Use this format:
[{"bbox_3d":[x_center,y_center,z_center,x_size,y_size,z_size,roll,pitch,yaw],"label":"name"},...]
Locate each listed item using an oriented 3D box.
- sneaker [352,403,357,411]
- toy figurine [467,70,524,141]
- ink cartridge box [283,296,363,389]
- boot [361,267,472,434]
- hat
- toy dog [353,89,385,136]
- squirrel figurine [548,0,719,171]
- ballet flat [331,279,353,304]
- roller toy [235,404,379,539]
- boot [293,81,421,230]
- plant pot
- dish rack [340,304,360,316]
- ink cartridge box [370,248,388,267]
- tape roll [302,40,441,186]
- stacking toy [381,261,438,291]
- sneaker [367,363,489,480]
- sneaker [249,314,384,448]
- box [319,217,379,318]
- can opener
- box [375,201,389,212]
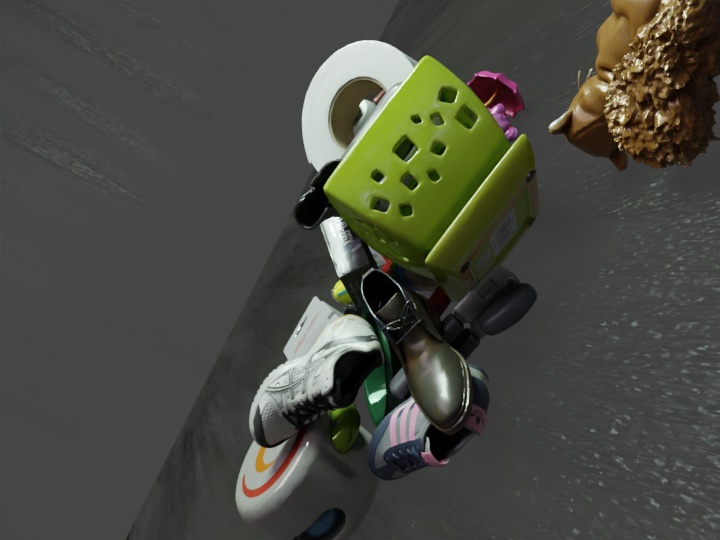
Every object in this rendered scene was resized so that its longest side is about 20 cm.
[{"bbox_3d":[-0.079,0.220,1.055,0.072,0.111,0.199,-63,15,-10],"label":"sneaker"},{"bbox_3d":[0.169,-0.218,0.999,0.181,0.150,0.204,-26,66,13],"label":"toy figurine"},{"bbox_3d":[-0.050,0.127,1.022,0.117,0.066,0.200,-59,22,2],"label":"ink cartridge box"},{"bbox_3d":[0.050,0.078,0.679,0.075,0.096,0.201,-44,30,15],"label":"boot"},{"bbox_3d":[0.098,0.106,0.860,0.167,0.171,0.205,-116,24,-59],"label":"hat"},{"bbox_3d":[0.038,-0.209,1.006,0.096,0.201,0.132,-40,-11,7],"label":"toy dog"},{"bbox_3d":[0.261,-0.181,0.611,0.188,0.139,0.202,-57,12,37],"label":"squirrel figurine"},{"bbox_3d":[-0.020,0.032,1.182,0.066,0.068,0.200,-30,-2,2],"label":"ballet flat"},{"bbox_3d":[-0.066,0.274,0.866,0.199,0.139,0.185,-15,40,58],"label":"roller toy"},{"bbox_3d":[0.002,-0.137,0.802,0.202,0.069,0.131,-59,-11,23],"label":"boot"},{"bbox_3d":[0.101,-0.088,0.768,0.200,0.181,0.200,-51,-24,-2],"label":"plant pot"},{"bbox_3d":[-0.009,0.128,1.109,0.199,0.054,0.156,-19,46,66],"label":"dish rack"},{"bbox_3d":[0.064,-0.064,1.143,0.109,0.051,0.199,-44,7,-25],"label":"ink cartridge box"},{"bbox_3d":[0.014,-0.210,0.915,0.204,0.202,0.070,-55,-23,20],"label":"tape roll"},{"bbox_3d":[0.081,-0.002,1.014,0.087,0.084,0.200,-64,8,-13],"label":"stacking toy"},{"bbox_3d":[0.066,0.188,0.713,0.201,0.069,0.083,-54,14,33],"label":"sneaker"},{"bbox_3d":[-0.054,0.142,0.776,0.200,0.076,0.088,-48,33,0],"label":"sneaker"},{"bbox_3d":[0.000,0.000,0.962,0.049,0.201,0.160,-24,51,3],"label":"box"},{"bbox_3d":[0.111,0.078,0.734,0.200,0.052,0.067,-48,13,11],"label":"can opener"},{"bbox_3d":[0.031,-0.117,1.059,0.041,0.118,0.202,-43,21,31],"label":"box"}]
